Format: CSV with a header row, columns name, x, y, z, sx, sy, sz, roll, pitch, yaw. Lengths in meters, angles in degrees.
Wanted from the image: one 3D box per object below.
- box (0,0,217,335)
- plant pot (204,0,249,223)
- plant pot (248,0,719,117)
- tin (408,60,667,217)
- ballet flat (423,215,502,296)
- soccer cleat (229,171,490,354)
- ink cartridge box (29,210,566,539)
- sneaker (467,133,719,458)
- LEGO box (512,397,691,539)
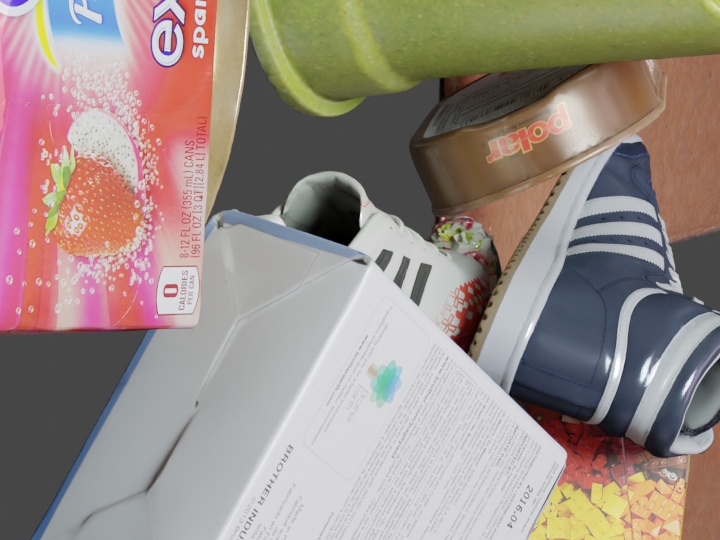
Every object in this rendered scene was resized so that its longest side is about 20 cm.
name,x,y,z,sx,sy,sz,roll,pitch,yaw
box,-0.100,-0.086,0.583,0.099,0.095,0.202,0,95,-50
plant pot,-0.087,-0.084,0.742,0.200,0.027,0.202,5,90,-70
plant pot,0.070,-0.155,0.918,0.200,0.183,0.202,6,90,-69
tin,0.081,-0.073,1.038,0.200,0.111,0.042,-59,128,-76
ballet flat,0.027,0.074,1.029,0.064,0.075,0.202,5,84,-35
soccer cleat,0.000,0.000,0.926,0.200,0.068,0.086,-19,114,-59
ink cartridge box,-0.008,0.088,0.824,0.137,0.076,0.200,-60,140,-11
sneaker,0.122,0.010,0.997,0.200,0.108,0.071,-54,163,-55
LEGO box,0.094,0.130,1.091,0.200,0.076,0.150,124,-27,-83
